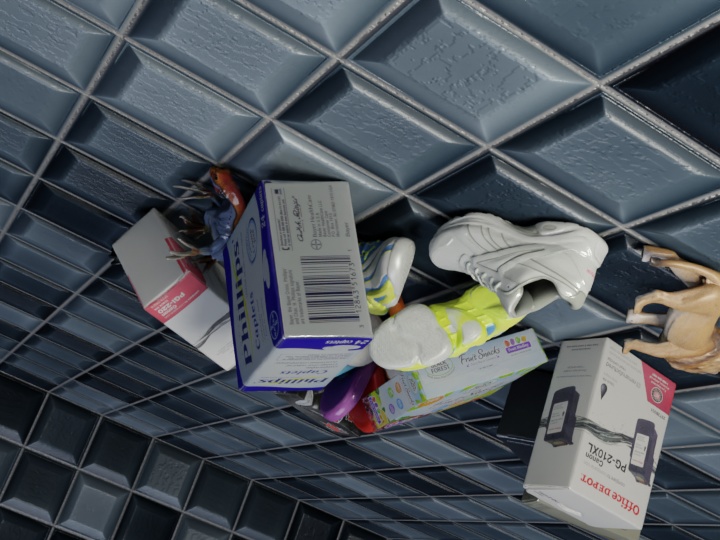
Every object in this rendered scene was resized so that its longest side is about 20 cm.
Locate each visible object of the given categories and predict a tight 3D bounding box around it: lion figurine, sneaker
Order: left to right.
[{"bbox_3d":[0.000,0.000,1.264,0.105,0.076,0.200,21,160,0],"label":"sneaker"},{"bbox_3d":[0.111,0.073,1.276,0.199,0.076,0.105,-19,164,8],"label":"sneaker"},{"bbox_3d":[0.150,-0.001,1.110,0.199,0.100,0.078,3,153,37],"label":"sneaker"},{"bbox_3d":[0.339,0.046,1.100,0.122,0.073,0.200,8,153,11],"label":"lion figurine"}]

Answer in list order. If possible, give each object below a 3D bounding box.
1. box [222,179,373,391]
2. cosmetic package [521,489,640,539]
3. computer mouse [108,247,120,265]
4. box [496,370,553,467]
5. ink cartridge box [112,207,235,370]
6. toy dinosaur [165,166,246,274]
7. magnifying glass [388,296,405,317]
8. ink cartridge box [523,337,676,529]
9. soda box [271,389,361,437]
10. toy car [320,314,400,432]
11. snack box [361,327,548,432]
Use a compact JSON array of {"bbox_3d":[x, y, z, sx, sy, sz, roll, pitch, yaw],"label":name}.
[{"bbox_3d":[-0.076,0.023,1.199,0.104,0.185,0.200,-1,158,-20],"label":"box"},{"bbox_3d":[0.391,0.389,1.850,0.199,0.106,0.071,25,160,-8],"label":"cosmetic package"},{"bbox_3d":[-0.299,0.025,1.667,0.109,0.044,0.200,3,148,27],"label":"computer mouse"},{"bbox_3d":[0.307,0.236,1.542,0.148,0.107,0.200,7,156,32],"label":"box"},{"bbox_3d":[-0.231,0.028,1.465,0.200,0.085,0.146,44,-173,-49],"label":"ink cartridge box"},{"bbox_3d":[-0.163,-0.070,1.315,0.199,0.105,0.181,-7,167,-38],"label":"toy dinosaur"},{"bbox_3d":[0.059,0.078,1.499,0.079,0.022,0.200,14,157,17],"label":"magnifying glass"},{"bbox_3d":[0.302,0.206,1.341,0.145,0.201,0.084,31,156,-28],"label":"ink cartridge box"},{"bbox_3d":[-0.070,0.235,1.945,0.071,0.064,0.200,1,153,40],"label":"soda box"},{"bbox_3d":[-0.004,0.142,1.475,0.199,0.151,0.175,26,160,-23],"label":"toy car"},{"bbox_3d":[0.120,0.140,1.367,0.199,0.053,0.142,-13,162,-32],"label":"snack box"}]
